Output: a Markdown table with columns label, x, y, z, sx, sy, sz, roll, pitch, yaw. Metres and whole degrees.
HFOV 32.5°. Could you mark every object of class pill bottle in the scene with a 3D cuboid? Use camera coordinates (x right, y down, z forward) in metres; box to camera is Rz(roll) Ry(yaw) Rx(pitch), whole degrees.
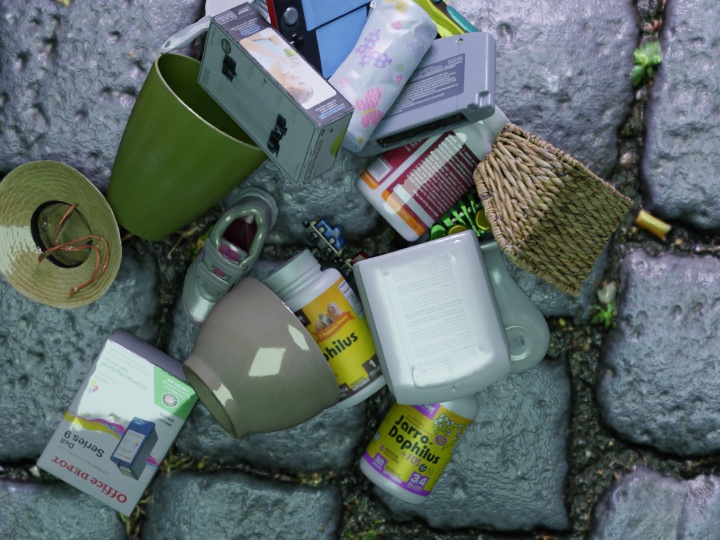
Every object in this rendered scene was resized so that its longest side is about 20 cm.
| label | x | y | z | sx | sy | sz | roll | pitch | yaw |
| --- | --- | --- | --- | --- | --- | --- | --- | --- | --- |
| pill bottle | 0.099 | -0.142 | 1.593 | 0.200 | 0.113 | 0.113 | -44 | 94 | 4 |
| pill bottle | -0.043 | 0.074 | 1.620 | 0.109 | 0.109 | 0.200 | -35 | 95 | 4 |
| pill bottle | 0.089 | 0.200 | 1.636 | 0.104 | 0.104 | 0.200 | 30 | 95 | -3 |

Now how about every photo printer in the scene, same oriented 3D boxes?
| label | x | y | z | sx | sy | sz | roll | pitch | yaw |
| --- | --- | --- | --- | --- | --- | --- | --- | --- | --- |
| photo printer | 0.095 | 0.066 | 1.561 | 0.166 | 0.069 | 0.201 | -17 | 84 | 0 |

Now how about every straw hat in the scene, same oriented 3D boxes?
| label | x | y | z | sx | sy | sz | roll | pitch | yaw |
| --- | --- | --- | --- | --- | --- | --- | --- | --- | --- |
| straw hat | -0.380 | -0.049 | 1.615 | 0.200 | 0.085 | 0.202 | 4 | 101 | 19 |

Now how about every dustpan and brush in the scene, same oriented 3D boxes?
| label | x | y | z | sx | sy | sz | roll | pitch | yaw |
| --- | --- | --- | --- | --- | --- | --- | --- | --- | --- |
| dustpan and brush | -0.163 | -0.323 | 1.557 | 0.200 | 0.057 | 0.140 | -39 | 55 | -3 |

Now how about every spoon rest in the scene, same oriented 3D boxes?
| label | x | y | z | sx | sy | sz | roll | pitch | yaw |
| --- | --- | --- | --- | --- | --- | --- | --- | --- | --- |
| spoon rest | 0.194 | 0.046 | 1.650 | 0.099 | 0.061 | 0.201 | -14 | 109 | 3 |

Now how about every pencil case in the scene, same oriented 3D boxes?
| label | x | y | z | sx | sy | sz | roll | pitch | yaw |
| --- | --- | --- | --- | --- | --- | --- | --- | --- | --- |
| pencil case | 0.013 | -0.247 | 1.534 | 0.091 | 0.083 | 0.200 | 37 | 80 | -32 |

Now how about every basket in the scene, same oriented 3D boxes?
| label | x | y | z | sx | sy | sz | roll | pitch | yaw |
| --- | --- | --- | --- | --- | --- | --- | --- | --- | --- |
| basket | 0.221 | -0.079 | 1.559 | 0.143 | 0.200 | 0.149 | 36 | 98 | 38 |

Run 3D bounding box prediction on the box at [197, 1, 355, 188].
| label | x | y | z | sx | sy | sz | roll | pitch | yaw |
| --- | --- | --- | --- | --- | --- | --- | --- | --- | --- |
| box | -0.104 | -0.210 | 1.479 | 0.060 | 0.117 | 0.200 | -32 | 68 | -33 |

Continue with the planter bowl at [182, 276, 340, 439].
| label | x | y | z | sx | sy | sz | roll | pitch | yaw |
| --- | --- | --- | --- | --- | --- | --- | --- | --- | --- |
| planter bowl | -0.140 | 0.127 | 1.562 | 0.135 | 0.200 | 0.200 | -36 | 95 | -19 |

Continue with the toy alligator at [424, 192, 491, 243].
| label | x | y | z | sx | sy | sz | roll | pitch | yaw |
| --- | --- | --- | --- | --- | --- | --- | --- | --- | --- |
| toy alligator | 0.115 | -0.055 | 1.630 | 0.200 | 0.059 | 0.054 | -30 | 95 | 3 |

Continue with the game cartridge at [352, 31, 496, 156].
| label | x | y | z | sx | sy | sz | roll | pitch | yaw |
| --- | --- | --- | --- | --- | --- | --- | --- | --- | --- |
| game cartridge | 0.080 | -0.227 | 1.560 | 0.200 | 0.133 | 0.042 | -15 | 139 | 29 |

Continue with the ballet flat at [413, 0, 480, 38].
| label | x | y | z | sx | sy | sz | roll | pitch | yaw |
| --- | --- | --- | --- | --- | --- | --- | --- | --- | --- |
| ballet flat | 0.091 | -0.333 | 1.601 | 0.067 | 0.067 | 0.200 | -39 | 97 | 24 |

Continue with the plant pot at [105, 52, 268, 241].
| label | x | y | z | sx | sy | sz | roll | pitch | yaw |
| --- | --- | --- | --- | --- | --- | --- | --- | --- | --- |
| plant pot | -0.234 | -0.141 | 1.577 | 0.187 | 0.187 | 0.200 | 38 | 112 | -4 |

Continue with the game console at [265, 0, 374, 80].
| label | x | y | z | sx | sy | sz | roll | pitch | yaw |
| --- | --- | --- | --- | --- | --- | --- | --- | --- | --- |
| game console | -0.029 | -0.320 | 1.532 | 0.200 | 0.031 | 0.177 | -32 | 124 | -33 |

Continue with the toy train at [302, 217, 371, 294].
| label | x | y | z | sx | sy | sz | roll | pitch | yaw |
| --- | --- | --- | --- | --- | --- | --- | --- | --- | --- |
| toy train | 0.000 | 0.000 | 1.646 | 0.200 | 0.034 | 0.046 | 45 | 106 | -4 |

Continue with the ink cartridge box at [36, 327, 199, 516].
| label | x | y | z | sx | sy | sz | roll | pitch | yaw |
| --- | --- | --- | --- | --- | --- | --- | --- | --- | --- |
| ink cartridge box | -0.316 | 0.202 | 1.647 | 0.145 | 0.088 | 0.200 | 31 | 97 | -4 |

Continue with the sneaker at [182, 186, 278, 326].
| label | x | y | z | sx | sy | sz | roll | pitch | yaw |
| --- | --- | --- | --- | --- | --- | --- | --- | --- | --- |
| sneaker | -0.179 | -0.016 | 1.621 | 0.081 | 0.088 | 0.200 | 25 | 96 | -2 |
